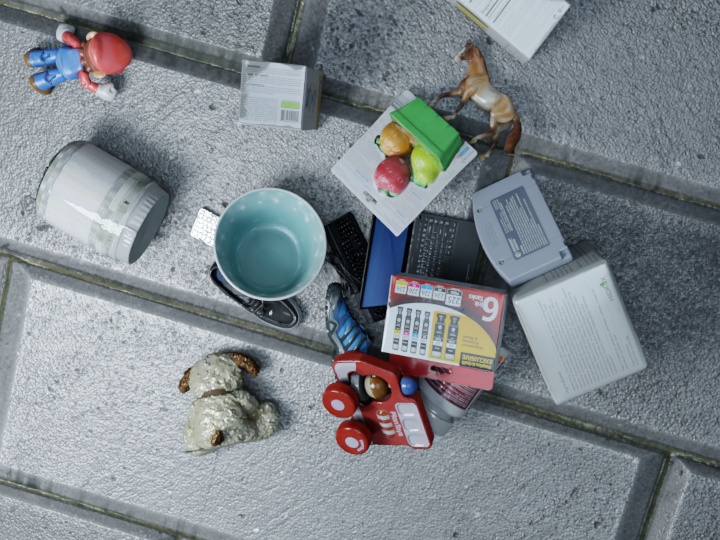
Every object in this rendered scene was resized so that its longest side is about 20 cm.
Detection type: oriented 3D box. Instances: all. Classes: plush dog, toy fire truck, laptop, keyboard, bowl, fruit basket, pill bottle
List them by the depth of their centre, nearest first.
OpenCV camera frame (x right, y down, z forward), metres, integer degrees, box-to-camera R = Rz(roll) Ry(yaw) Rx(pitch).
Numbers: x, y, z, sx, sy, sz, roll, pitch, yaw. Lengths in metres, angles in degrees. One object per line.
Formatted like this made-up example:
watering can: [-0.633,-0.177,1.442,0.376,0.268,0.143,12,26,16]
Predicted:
fruit basket: [0.075,-0.187,1.530,0.201,0.094,0.185,-48,67,4]
toy fire truck: [0.034,0.228,1.544,0.164,0.113,0.203,-4,121,24]
bowl: [-0.161,-0.033,1.569,0.196,0.105,0.206,2,74,-7]
laptop: [0.109,-0.008,1.572,0.195,0.103,0.182,11,101,5]
keyboard: [0.000,0.000,1.588,0.039,0.103,0.203,-18,102,53]
pill bottle: [0.173,0.193,1.599,0.109,0.110,0.202,34,101,-2]
plush dog: [-0.265,0.240,1.638,0.196,0.161,0.176,-15,75,7]
keyboard: [-0.219,-0.047,1.640,0.197,0.011,0.057,27,101,0]

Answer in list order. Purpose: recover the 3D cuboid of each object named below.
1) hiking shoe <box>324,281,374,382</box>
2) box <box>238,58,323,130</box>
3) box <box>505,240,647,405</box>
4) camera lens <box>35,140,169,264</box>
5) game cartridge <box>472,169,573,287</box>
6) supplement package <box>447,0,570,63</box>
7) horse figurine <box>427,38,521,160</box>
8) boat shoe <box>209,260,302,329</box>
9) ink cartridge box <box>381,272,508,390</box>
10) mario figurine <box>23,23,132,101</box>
hiking shoe: [-0.018,0.113,1.626,0.085,0.075,0.205,-8,110,2]
box: [-0.131,-0.295,1.492,0.110,0.200,0.104,7,100,5]
box: [0.365,0.084,1.518,0.168,0.199,0.204,-22,99,9]
camera lens: [-0.462,-0.123,1.570,0.197,0.160,0.162,29,101,-1]
game cartridge: [0.270,-0.072,1.524,0.131,0.042,0.203,-26,54,13]
supplement package: [0.236,-0.457,1.478,0.199,0.114,0.110,39,100,-2]
horse figurine: [0.214,-0.284,1.537,0.200,0.050,0.133,44,84,4]
boat shoe: [-0.196,0.046,1.625,0.199,0.066,0.070,39,101,-2]
ink cartridge box: [0.142,0.108,1.503,0.195,0.084,0.180,9,96,14]
mario figurine: [-0.496,-0.373,1.586,0.195,0.108,0.125,-6,136,16]
